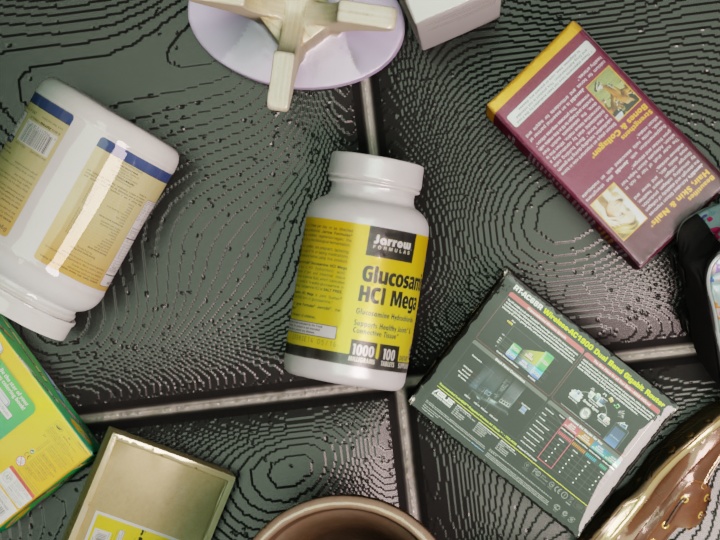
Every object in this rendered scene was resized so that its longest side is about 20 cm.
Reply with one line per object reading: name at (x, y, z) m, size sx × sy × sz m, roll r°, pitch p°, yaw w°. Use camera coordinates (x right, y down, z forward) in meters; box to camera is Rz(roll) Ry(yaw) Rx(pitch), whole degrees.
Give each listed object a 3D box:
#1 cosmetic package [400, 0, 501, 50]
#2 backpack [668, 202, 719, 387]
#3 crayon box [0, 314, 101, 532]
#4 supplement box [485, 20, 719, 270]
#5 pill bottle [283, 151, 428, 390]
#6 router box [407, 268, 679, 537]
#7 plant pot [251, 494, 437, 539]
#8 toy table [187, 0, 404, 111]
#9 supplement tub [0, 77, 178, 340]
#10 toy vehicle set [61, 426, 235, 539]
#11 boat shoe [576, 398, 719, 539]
cosmetic package at (0.067, -0.264, 1.692) m, size 0.084 × 0.200 × 0.108 m, roll -22°, pitch 90°, yaw 4°
backpack at (0.388, 0.012, 1.680) m, size 0.199 × 0.151 × 0.179 m, roll -22°, pitch 124°, yaw -8°
crayon box at (-0.343, 0.124, 1.781) m, size 0.118 × 0.058 × 0.201 m, roll -37°, pitch 87°, yaw 2°
supplement box at (0.217, -0.109, 1.736) m, size 0.110 × 0.086 × 0.200 m, roll -43°, pitch 87°, yaw 2°
pill bottle at (0.000, 0.000, 1.735) m, size 0.111 × 0.112 × 0.202 m, roll 9°, pitch 90°, yaw 4°
router box at (0.163, 0.118, 1.747) m, size 0.200 × 0.062 × 0.150 m, roll 39°, pitch 92°, yaw 4°
plant pot at (-0.009, 0.287, 1.699) m, size 0.198 × 0.175 × 0.202 m, roll 0°, pitch 90°, yaw 4°
toy table at (-0.061, -0.230, 1.742) m, size 0.198 × 0.117 × 0.186 m, roll -3°, pitch 89°, yaw 3°
supplement tub at (-0.268, -0.054, 1.737) m, size 0.144 × 0.144 × 0.201 m, roll 31°, pitch 91°, yaw 4°
toy vehicle set at (-0.208, 0.256, 1.765) m, size 0.123 × 0.026 × 0.201 m, roll 23°, pitch 91°, yaw -18°
boat shoe at (0.280, 0.197, 1.738) m, size 0.067 × 0.072 × 0.200 m, roll 42°, pitch 97°, yaw -3°
